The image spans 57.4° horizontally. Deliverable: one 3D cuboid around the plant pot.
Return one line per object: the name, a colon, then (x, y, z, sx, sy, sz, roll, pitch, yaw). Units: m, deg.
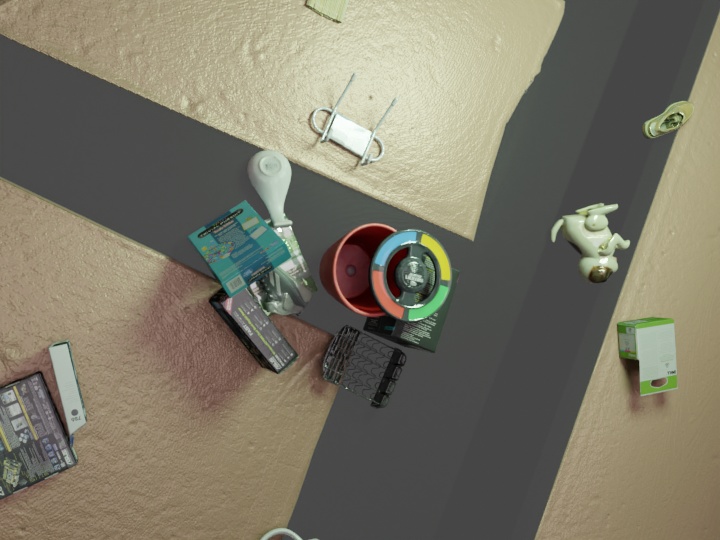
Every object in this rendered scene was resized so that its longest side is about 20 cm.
plant pot: (0.000, 0.000, 1.487, 0.199, 0.177, 0.203, 0, 89, -21)

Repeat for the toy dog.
toy dog: (0.625, -0.063, 1.767, 0.192, 0.140, 0.202, -18, 96, -8)

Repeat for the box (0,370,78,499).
box: (-0.667, 0.321, 1.281, 0.160, 0.049, 0.202, -23, 98, -22)

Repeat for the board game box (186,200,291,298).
board game box: (-0.255, -0.049, 1.369, 0.150, 0.200, 0.047, -34, 134, -13)

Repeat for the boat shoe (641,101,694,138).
boat shoe: (0.919, -0.442, 1.921, 0.199, 0.076, 0.072, -33, 101, -19)

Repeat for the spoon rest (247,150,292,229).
spoon rest: (-0.194, -0.179, 1.464, 0.098, 0.061, 0.202, -7, 69, -16)

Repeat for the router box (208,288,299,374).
router box: (-0.231, 0.122, 1.405, 0.062, 0.150, 0.201, -40, 103, -18)

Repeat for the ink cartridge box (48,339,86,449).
ink cartridge box: (-0.571, 0.240, 1.293, 0.039, 0.099, 0.202, -12, 94, -23)

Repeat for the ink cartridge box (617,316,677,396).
ink cartridge box: (0.818, 0.242, 1.872, 0.146, 0.076, 0.202, -5, 92, -23)

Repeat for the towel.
towel: (-0.200, -0.012, 1.490, 0.148, 0.031, 0.201, -26, 101, -18)

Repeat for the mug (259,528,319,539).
mug: (-0.152, 0.666, 1.446, 0.175, 0.148, 0.200, -34, 72, -27)

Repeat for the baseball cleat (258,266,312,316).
baseball cleat: (-0.199, 0.031, 1.439, 0.199, 0.070, 0.107, 34, 79, -18)

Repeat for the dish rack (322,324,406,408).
dish rack: (0.006, 0.225, 1.554, 0.199, 0.054, 0.154, 28, 78, -18)

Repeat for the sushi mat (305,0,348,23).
sushi mat: (-0.059, -0.697, 1.561, 0.095, 0.012, 0.202, 19, 82, -22)

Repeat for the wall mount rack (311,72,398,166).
wall mount rack: (-0.006, -0.350, 1.544, 0.199, 0.074, 0.175, 26, 80, -21)

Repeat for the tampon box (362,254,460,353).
tampon box: (0.120, 0.073, 1.546, 0.125, 0.150, 0.202, 23, 81, -23)

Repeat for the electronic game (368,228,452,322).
electronic game: (0.109, 0.011, 1.414, 0.198, 0.042, 0.202, 0, 89, -23)
